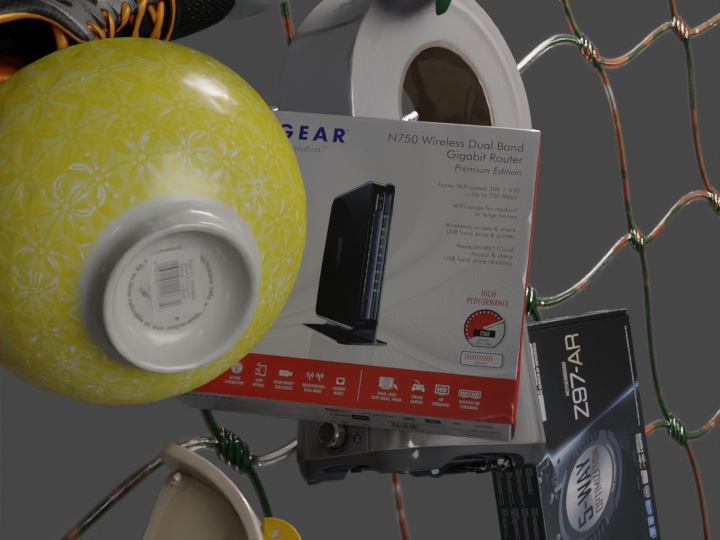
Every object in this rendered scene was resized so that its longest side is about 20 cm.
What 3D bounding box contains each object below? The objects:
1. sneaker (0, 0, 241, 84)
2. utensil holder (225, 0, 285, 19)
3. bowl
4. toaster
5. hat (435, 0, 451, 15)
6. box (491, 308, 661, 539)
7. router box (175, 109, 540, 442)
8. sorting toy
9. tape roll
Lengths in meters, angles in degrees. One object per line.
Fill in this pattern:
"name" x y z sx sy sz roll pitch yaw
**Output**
"sneaker" -0.146 -0.132 0.765 0.199 0.078 0.077 -16 51 -27
"utensil holder" -0.089 -0.275 0.831 0.200 0.170 0.170 44 53 -30
"bowl" -0.106 -0.008 0.730 0.199 0.108 0.201 -12 118 -23
"toaster" 0.044 0.070 0.952 0.200 0.113 0.130 5 76 -46
"hat" -0.003 -0.272 0.943 0.200 0.175 0.166 -64 171 -72
"box" 0.162 0.136 1.122 0.160 0.043 0.201 -5 86 -49
"router box" 0.000 0.000 0.860 0.049 0.199 0.180 72 23 -70
"sorting toy" -0.062 0.226 0.783 0.180 0.107 0.201 58 43 -50
"tape roll" 0.035 -0.101 1.007 0.202 0.071 0.203 11 75 -46
